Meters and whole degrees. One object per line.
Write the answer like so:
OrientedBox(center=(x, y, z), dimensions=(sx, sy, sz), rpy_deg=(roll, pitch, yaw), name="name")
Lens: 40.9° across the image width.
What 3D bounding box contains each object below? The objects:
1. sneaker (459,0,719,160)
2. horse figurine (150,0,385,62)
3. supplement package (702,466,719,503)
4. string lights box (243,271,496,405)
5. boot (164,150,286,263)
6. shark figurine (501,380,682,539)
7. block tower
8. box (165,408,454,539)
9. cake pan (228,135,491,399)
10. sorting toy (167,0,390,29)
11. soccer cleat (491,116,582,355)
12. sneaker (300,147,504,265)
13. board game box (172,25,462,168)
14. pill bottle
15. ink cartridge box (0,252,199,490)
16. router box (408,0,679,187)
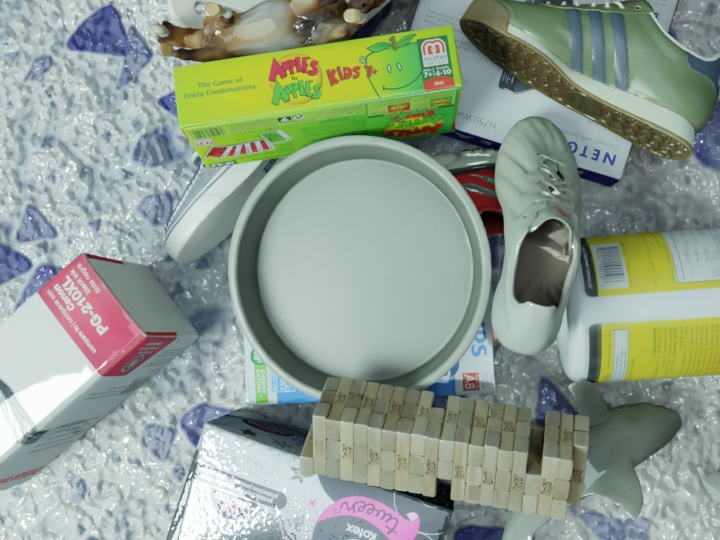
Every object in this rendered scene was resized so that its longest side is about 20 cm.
OrientedBox(center=(0.181, -0.170, 0.731), dimensions=(0.199, 0.067, 0.090), rpy_deg=(32, 83, 6), name="sneaker")
OrientedBox(center=(-0.062, -0.179, 0.697), dimensions=(0.199, 0.133, 0.050), rpy_deg=(-12, 98, 3), name="horse figurine")
OrientedBox(center=(0.340, 0.174, 0.678), dimensions=(0.114, 0.200, 0.110), rpy_deg=(-38, 84, 4), name="supplement package")
OrientedBox(center=(0.007, 0.052, 0.787), dimensions=(0.199, 0.059, 0.104), rpy_deg=(-4, 87, 6), name="string lights box")
OrientedBox(center=(-0.113, -0.106, 0.808), dimensions=(0.090, 0.073, 0.200), rpy_deg=(39, 84, 13), name="boot")
OrientedBox(center=(0.166, 0.175, 0.725), dimensions=(0.215, 0.128, 0.089), rpy_deg=(-46, 43, -2), name="shark figurine")
OrientedBox(center=(0.058, 0.123, 0.685), dimensions=(0.199, 0.054, 0.058), rpy_deg=(6, 119, 10), name="block tower")
OrientedBox(center=(-0.038, 0.203, 0.758), dimensions=(0.199, 0.115, 0.133), rpy_deg=(18, 90, 6), name="box")
OrientedBox(center=(0.000, 0.000, 0.732), dimensions=(0.199, 0.037, 0.202), rpy_deg=(0, 93, 10), name="cake pan")
OrientedBox(center=(-0.058, -0.245, 0.774), dimensions=(0.200, 0.107, 0.180), rpy_deg=(36, 85, 6), name="sorting toy")
OrientedBox(center=(0.131, -0.036, 0.692), dimensions=(0.069, 0.078, 0.201), rpy_deg=(11, 61, -3), name="soccer cleat")
OrientedBox(center=(0.043, -0.043, 0.769), dimensions=(0.199, 0.077, 0.085), rpy_deg=(-10, 65, 6), name="sneaker")
OrientedBox(center=(-0.028, -0.126, 0.718), dimensions=(0.199, 0.102, 0.048), rpy_deg=(-8, 80, 1), name="board game box")
OrientedBox(center=(0.252, 0.025, 0.738), dimensions=(0.199, 0.112, 0.113), rpy_deg=(-4, 87, 6), name="pill bottle")
OrientedBox(center=(-0.245, 0.085, 0.768), dimensions=(0.200, 0.145, 0.084), rpy_deg=(-40, 83, 3), name="ink cartridge box")
OrientedBox(center=(0.142, -0.184, 0.789), dimensions=(0.199, 0.049, 0.181), rpy_deg=(17, 89, 6), name="router box")
